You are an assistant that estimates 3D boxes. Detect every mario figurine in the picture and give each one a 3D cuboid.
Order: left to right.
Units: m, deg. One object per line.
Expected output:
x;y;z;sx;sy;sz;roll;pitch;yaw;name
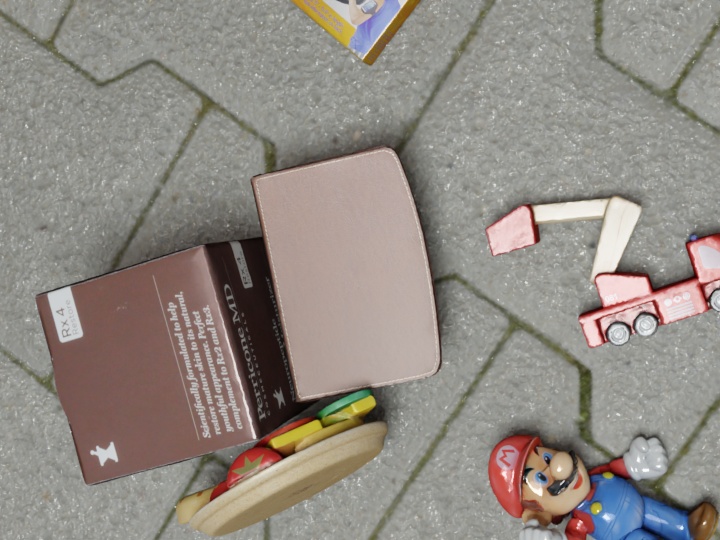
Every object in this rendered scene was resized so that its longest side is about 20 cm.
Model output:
0.204;0.195;0.929;0.198;0.123;0.107;22;108;9;mario figurine

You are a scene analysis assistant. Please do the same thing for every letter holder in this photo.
0.000;0.000;0.978;0.140;0.101;0.203;-12;91;13;letter holder

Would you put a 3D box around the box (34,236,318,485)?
-0.151;0.072;0.969;0.162;0.200;0.168;-16;90;14;box

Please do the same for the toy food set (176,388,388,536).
-0.063;0.173;0.955;0.196;0.200;0.049;-21;74;-23;toy food set

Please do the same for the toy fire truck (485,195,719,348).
0.222;-0.010;0.946;0.198;0.049;0.143;-20;88;14;toy fire truck

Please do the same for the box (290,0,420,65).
0.023;-0.303;0.984;0.119;0.041;0.201;40;104;9;box
